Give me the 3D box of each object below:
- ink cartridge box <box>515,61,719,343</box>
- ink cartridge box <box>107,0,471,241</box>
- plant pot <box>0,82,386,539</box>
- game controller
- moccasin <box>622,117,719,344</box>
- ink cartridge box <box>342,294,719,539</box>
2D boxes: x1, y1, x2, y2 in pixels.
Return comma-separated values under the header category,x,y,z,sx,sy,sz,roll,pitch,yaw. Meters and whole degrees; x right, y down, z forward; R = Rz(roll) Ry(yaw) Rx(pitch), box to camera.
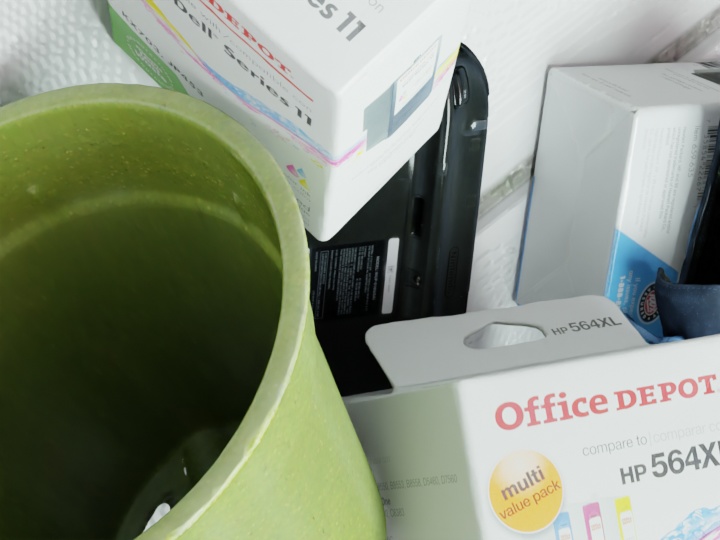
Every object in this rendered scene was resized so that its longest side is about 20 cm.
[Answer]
category,x,y,z,sx,sy,sz,roll,pitch,yaw
ink cartridge box,0.176,-0.034,0.975,0.199,0.067,0.116,-5,113,-32
ink cartridge box,-0.027,-0.096,0.693,0.067,0.117,0.200,-44,170,-13
plant pot,-0.076,0.069,0.763,0.200,0.200,0.190,-49,143,-11
game controller,0.000,0.000,0.885,0.104,0.042,0.201,-3,111,-23
moccasin,0.150,0.012,0.898,0.068,0.080,0.201,14,89,-32
ink cartridge box,0.076,0.111,0.838,0.128,0.125,0.201,-8,87,-25
